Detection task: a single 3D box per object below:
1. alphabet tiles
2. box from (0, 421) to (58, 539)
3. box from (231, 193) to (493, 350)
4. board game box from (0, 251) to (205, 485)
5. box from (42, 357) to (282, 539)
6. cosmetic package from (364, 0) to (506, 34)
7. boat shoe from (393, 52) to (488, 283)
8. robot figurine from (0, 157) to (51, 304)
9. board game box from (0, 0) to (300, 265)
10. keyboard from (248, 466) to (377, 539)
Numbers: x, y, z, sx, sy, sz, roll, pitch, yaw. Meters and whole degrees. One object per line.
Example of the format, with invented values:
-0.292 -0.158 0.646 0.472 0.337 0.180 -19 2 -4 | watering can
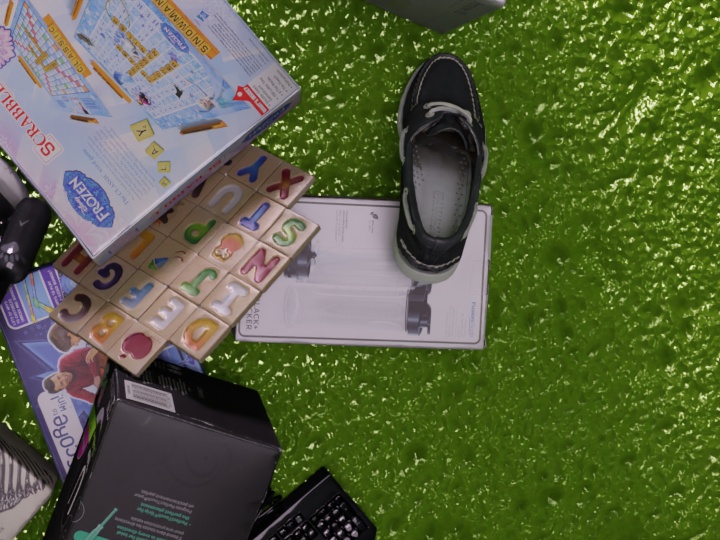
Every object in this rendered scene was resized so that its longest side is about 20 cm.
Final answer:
-0.131 -0.017 1.008 0.166 0.006 0.200 29 68 32 | alphabet tiles
-0.329 0.125 1.032 0.200 0.068 0.082 41 89 -10 | box
0.000 0.000 1.076 0.198 0.060 0.118 1 94 -8 | box
-0.192 0.082 1.065 0.135 0.034 0.201 -20 97 -6 | board game box
-0.154 0.180 0.986 0.124 0.149 0.201 19 98 -14 | box
0.014 -0.270 0.985 0.199 0.199 0.124 20 91 -9 | cosmetic package
0.065 -0.090 1.037 0.075 0.060 0.201 5 62 -7 | boat shoe
-0.307 -0.004 0.965 0.149 0.201 0.125 20 130 -6 | robot figurine
-0.182 -0.143 1.018 0.199 0.041 0.200 -39 85 -8 | board game box
-0.087 0.244 1.094 0.200 0.040 0.104 -41 100 -4 | keyboard
